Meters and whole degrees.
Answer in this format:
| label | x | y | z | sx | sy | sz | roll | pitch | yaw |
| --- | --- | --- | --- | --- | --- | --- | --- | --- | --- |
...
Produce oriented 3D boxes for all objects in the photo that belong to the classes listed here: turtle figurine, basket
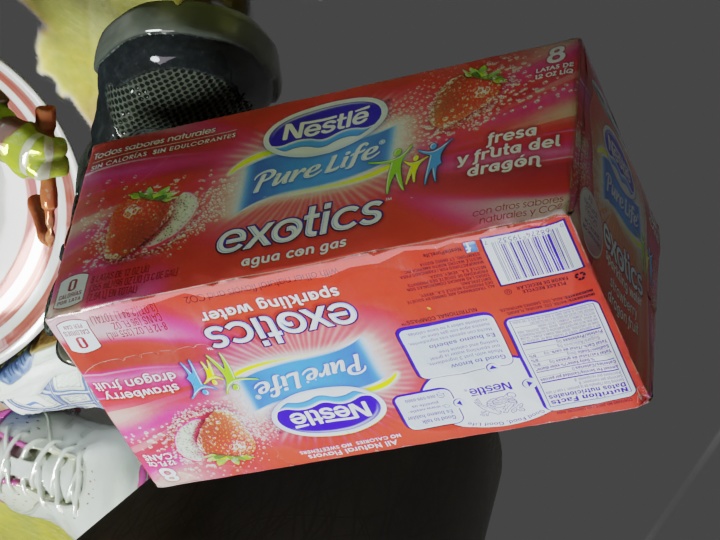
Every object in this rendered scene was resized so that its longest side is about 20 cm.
| label | x | y | z | sx | sy | sz | roll | pitch | yaw |
| --- | --- | --- | --- | --- | --- | --- | --- | --- | --- |
| turtle figurine | -0.176 | -0.113 | 0.984 | 0.200 | 0.064 | 0.162 | 55 | 149 | 36 |
| basket | -0.024 | 0.123 | 1.028 | 0.180 | 0.200 | 0.136 | 31 | 127 | 3 |

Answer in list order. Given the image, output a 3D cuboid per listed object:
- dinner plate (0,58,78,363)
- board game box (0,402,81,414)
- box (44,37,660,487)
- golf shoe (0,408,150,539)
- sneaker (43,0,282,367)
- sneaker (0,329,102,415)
| label | x | y | z | sx | sy | sz | roll | pitch | yaw |
| --- | --- | --- | --- | --- | --- | --- | --- | --- | --- |
| dinner plate | -0.227 | -0.031 | 1.127 | 0.200 | 0.024 | 0.201 | -2 | 118 | -4 |
| board game box | -0.208 | 0.024 | 1.302 | 0.103 | 0.019 | 0.200 | 25 | 150 | 23 |
| box | 0.000 | 0.000 | 0.878 | 0.200 | 0.096 | 0.100 | -11 | 132 | 20 |
| golf shoe | -0.149 | 0.107 | 1.234 | 0.091 | 0.076 | 0.200 | 11 | 178 | -19 |
| sneaker | -0.080 | -0.027 | 0.972 | 0.076 | 0.115 | 0.199 | 8 | 155 | -13 |
| sneaker | -0.116 | 0.049 | 1.180 | 0.088 | 0.075 | 0.200 | 43 | 152 | -13 |
